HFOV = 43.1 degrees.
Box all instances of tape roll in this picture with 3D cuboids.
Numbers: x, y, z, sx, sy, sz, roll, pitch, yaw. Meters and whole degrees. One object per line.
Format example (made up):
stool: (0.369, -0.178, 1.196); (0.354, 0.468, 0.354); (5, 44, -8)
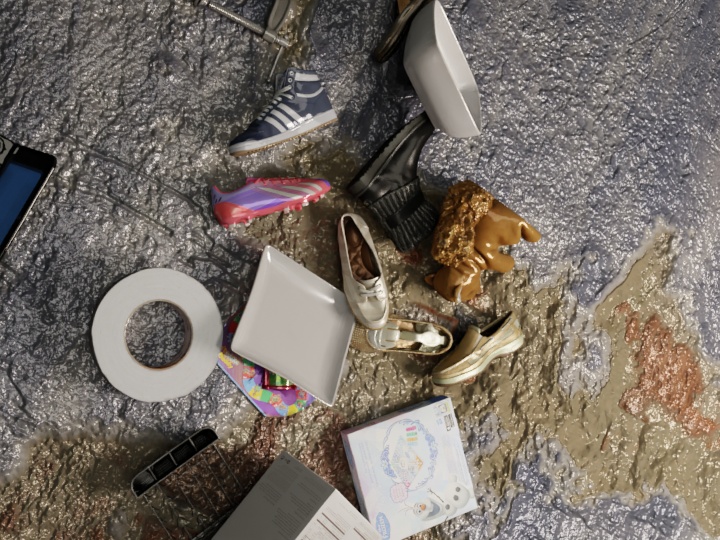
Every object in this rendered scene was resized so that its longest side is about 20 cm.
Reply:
tape roll: (-0.313, 0.098, 1.395); (0.197, 0.066, 0.204); (1, 87, -21)

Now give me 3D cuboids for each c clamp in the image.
c clamp: (-0.193, -0.431, 1.479); (0.198, 0.027, 0.173); (29, 77, -17)

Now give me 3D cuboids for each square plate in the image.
square plate: (-0.103, 0.089, 1.451); (0.199, 0.028, 0.200); (33, 53, -24)

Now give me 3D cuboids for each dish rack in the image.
dish rack: (-0.249, 0.359, 1.416); (0.153, 0.054, 0.202); (-34, 100, -18)

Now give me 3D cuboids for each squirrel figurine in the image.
squirrel figurine: (0.175, -0.043, 1.542); (0.188, 0.141, 0.199); (-54, 137, 5)

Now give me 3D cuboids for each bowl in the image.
bowl: (0.133, -0.327, 1.521); (0.074, 0.201, 0.201); (-21, 122, 20)

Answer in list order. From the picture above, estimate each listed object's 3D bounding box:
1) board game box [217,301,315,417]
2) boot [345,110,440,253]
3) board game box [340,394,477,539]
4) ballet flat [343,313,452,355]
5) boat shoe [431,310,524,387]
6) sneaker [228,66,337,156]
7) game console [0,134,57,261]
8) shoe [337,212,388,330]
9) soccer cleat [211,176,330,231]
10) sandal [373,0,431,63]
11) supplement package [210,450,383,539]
board game box: (-0.133, 0.139, 1.474); (0.158, 0.039, 0.201); (-44, 102, -17)
boot: (0.090, -0.152, 1.550); (0.158, 0.079, 0.212); (43, 79, -11)
board game box: (0.084, 0.339, 1.548); (0.197, 0.043, 0.203); (-16, 94, -21)
ballet flat: (0.068, 0.107, 1.539); (0.197, 0.065, 0.072); (3, 87, -20)
boat shoe: (0.197, 0.130, 1.583); (0.199, 0.071, 0.077); (-28, 111, -30)
sneaker: (-0.139, -0.260, 1.470); (0.198, 0.070, 0.110); (-26, 102, -27)
game console: (-0.553, -0.111, 1.284); (0.175, 0.116, 0.202); (31, 77, -17)
shoe: (0.000, 0.000, 1.503); (0.069, 0.053, 0.203); (-15, 81, -2)
soccer cleat: (-0.143, -0.125, 1.470); (0.198, 0.067, 0.077); (-19, 90, -18)
sandal: (0.074, -0.446, 1.567); (0.054, 0.082, 0.201); (35, 83, 7)
supplement package: (-0.104, 0.421, 1.396); (0.200, 0.151, 0.151); (-49, 126, -15)
